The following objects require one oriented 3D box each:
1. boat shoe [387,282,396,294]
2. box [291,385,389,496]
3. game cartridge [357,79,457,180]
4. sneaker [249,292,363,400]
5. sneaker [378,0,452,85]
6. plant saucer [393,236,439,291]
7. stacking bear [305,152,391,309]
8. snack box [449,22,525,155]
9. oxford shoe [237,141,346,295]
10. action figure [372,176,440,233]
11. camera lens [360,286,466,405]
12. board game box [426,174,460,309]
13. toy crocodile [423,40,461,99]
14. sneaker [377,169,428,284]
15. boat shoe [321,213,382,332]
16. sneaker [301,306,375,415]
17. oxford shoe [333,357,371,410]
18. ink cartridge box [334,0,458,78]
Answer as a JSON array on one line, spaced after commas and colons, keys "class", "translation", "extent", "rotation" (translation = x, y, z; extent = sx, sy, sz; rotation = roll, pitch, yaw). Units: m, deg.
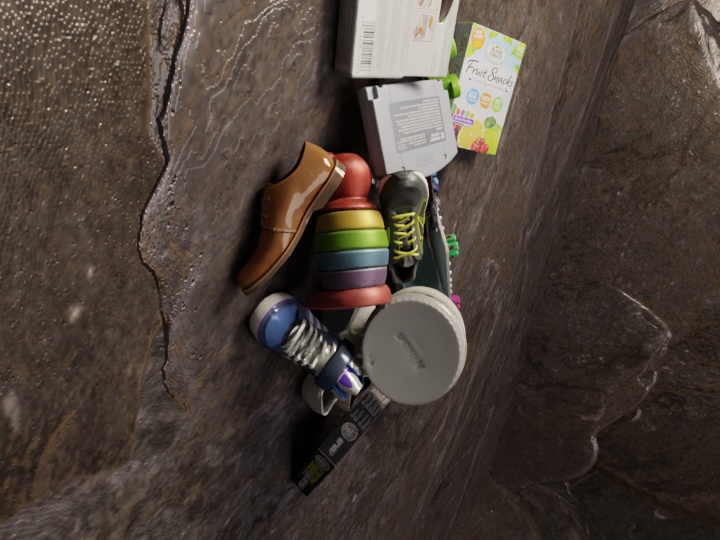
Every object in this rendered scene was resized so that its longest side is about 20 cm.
[{"class": "boat shoe", "translation": [0.029, 0.091, 0.993], "extent": [0.199, 0.064, 0.074], "rotation": [-35, 140, -46]}, {"class": "box", "translation": [-0.030, 0.306, 0.996], "extent": [0.199, 0.044, 0.161], "rotation": [-40, 167, -43]}, {"class": "game cartridge", "translation": [0.074, -0.202, 0.783], "extent": [0.198, 0.040, 0.137], "rotation": [-25, 104, -47]}, {"class": "sneaker", "translation": [-0.057, 0.115, 0.756], "extent": [0.081, 0.145, 0.200], "rotation": [-53, 152, -8]}, {"class": "sneaker", "translation": [0.076, -0.356, 0.764], "extent": [0.203, 0.079, 0.071], "rotation": [-56, -172, 15]}, {"class": "plant saucer", "translation": [0.097, 0.004, 1.023], "extent": [0.201, 0.038, 0.207], "rotation": [41, 42, -50]}, {"class": "stacking bear", "translation": [-0.016, -0.056, 0.734], "extent": [0.118, 0.113, 0.207], "rotation": [-5, 91, -24]}, {"class": "snack box", "translation": [0.214, -0.328, 0.991], "extent": [0.139, 0.053, 0.206], "rotation": [2, 109, -35]}, {"class": "oxford shoe", "translation": [-0.101, -0.065, 0.662], "extent": [0.071, 0.071, 0.203], "rotation": [33, 86, -24]}, {"class": "action figure", "translation": [0.072, -0.164, 0.899], "extent": [0.193, 0.101, 0.207], "rotation": [13, 71, -69]}, {"class": "camera lens", "translation": [0.086, 0.110, 0.837], "extent": [0.200, 0.156, 0.164], "rotation": [-6, 117, -80]}, {"class": "board game box", "translation": [0.156, -0.055, 1.030], "extent": [0.202, 0.025, 0.204], "rotation": [76, 4, -51]}, {"class": "toy crocodile", "translation": [0.120, -0.327, 0.874], "extent": [0.066, 0.063, 0.202], "rotation": [-21, 145, 2]}, {"class": "sneaker", "translation": [0.066, -0.056, 0.764], "extent": [0.202, 0.072, 0.087], "rotation": [82, -1, -57]}, {"class": "boat shoe", "translation": [0.000, 0.000, 0.867], "extent": [0.090, 0.069, 0.206], "rotation": [-3, 111, -58]}, {"class": "sneaker", "translation": [-0.022, 0.142, 0.880], "extent": [0.074, 0.088, 0.204], "rotation": [27, 89, -25]}, {"class": "oxford shoe", "translation": [0.007, 0.179, 1.007], "extent": [0.201, 0.072, 0.072], "rotation": [-51, 149, -30]}, {"class": "ink cartridge box", "translation": [0.054, -0.355, 0.686], "extent": [0.170, 0.043, 0.206], "rotation": [-14, 123, -36]}]
